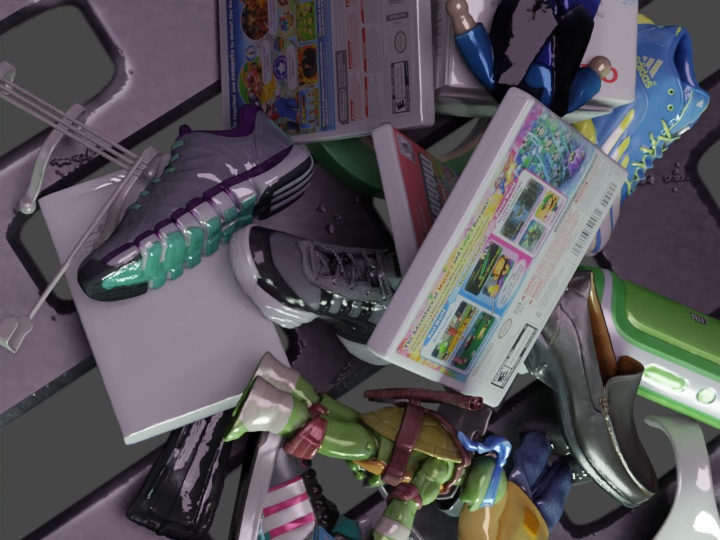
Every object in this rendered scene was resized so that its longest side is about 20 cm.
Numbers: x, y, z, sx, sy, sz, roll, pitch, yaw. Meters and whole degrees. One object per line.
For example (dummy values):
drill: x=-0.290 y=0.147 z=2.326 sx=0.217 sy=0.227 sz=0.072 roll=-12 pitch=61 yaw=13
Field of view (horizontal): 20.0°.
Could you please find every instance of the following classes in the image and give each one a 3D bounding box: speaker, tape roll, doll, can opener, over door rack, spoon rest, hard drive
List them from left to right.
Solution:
over door rack: x=-0.258 y=-0.043 z=1.479 sx=0.147 sy=0.067 sz=0.200 roll=29 pitch=59 yaw=10
hard drive: x=-0.145 y=0.016 z=1.514 sx=0.132 sy=0.025 sz=0.201 roll=-19 pitch=70 yaw=-9
tape roll: x=0.041 y=-0.155 z=1.600 sx=0.200 sy=0.048 sz=0.201 roll=1 pitch=87 yaw=-14
can opener: x=0.101 y=0.096 z=1.609 sx=0.067 sy=0.053 sz=0.200 roll=39 pitch=75 yaw=-44
doll: x=0.122 y=-0.170 z=1.422 sx=0.136 sy=0.048 sz=0.201 roll=13 pitch=93 yaw=-23
speaker: x=0.248 y=0.067 z=1.619 sx=0.199 sy=0.088 sz=0.089 roll=23 pitch=82 yaw=-12
spoon rest: x=0.256 y=0.215 z=1.628 sx=0.099 sy=0.061 sz=0.201 roll=-1 pitch=86 yaw=-14

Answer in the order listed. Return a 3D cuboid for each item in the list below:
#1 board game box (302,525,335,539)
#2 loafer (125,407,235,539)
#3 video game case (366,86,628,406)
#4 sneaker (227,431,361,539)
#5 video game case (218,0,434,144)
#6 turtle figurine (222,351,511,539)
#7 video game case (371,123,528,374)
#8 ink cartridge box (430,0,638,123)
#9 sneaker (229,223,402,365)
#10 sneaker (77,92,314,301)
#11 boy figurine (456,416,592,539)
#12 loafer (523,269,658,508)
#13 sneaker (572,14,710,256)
board game box: x=-0.030 y=0.325 z=1.505 sx=0.196 sy=0.056 sz=0.200 roll=-43 pitch=103 yaw=11
loafer: x=-0.122 y=0.102 z=1.533 sx=0.070 sy=0.068 sz=0.201 roll=17 pitch=80 yaw=-7
video game case: x=0.099 y=-0.011 z=1.419 sx=0.024 sy=0.182 sz=0.200 roll=31 pitch=92 yaw=32
sneaker: x=-0.033 y=0.184 z=1.542 sx=0.120 sy=0.084 sz=0.201 roll=10 pitch=92 yaw=-8
video game case: x=-0.029 y=-0.168 z=1.519 sx=0.018 sy=0.200 sz=0.144 roll=1 pitch=86 yaw=-49
turtle figurine: x=-0.009 y=0.154 z=1.435 sx=0.193 sy=0.200 sz=0.144 roll=29 pitch=46 yaw=-3
video game case: x=0.072 y=-0.012 z=1.506 sx=0.017 sy=0.200 sz=0.143 roll=-21 pitch=66 yaw=21
ink cartridge box: x=0.117 y=-0.219 z=1.524 sx=0.146 sy=0.146 sz=0.201 roll=4 pitch=86 yaw=-14
sneaker: x=0.000 y=0.000 z=1.513 sx=0.200 sy=0.114 sz=0.076 roll=29 pitch=43 yaw=-43
sneaker: x=-0.134 y=-0.053 z=1.492 sx=0.200 sy=0.074 sz=0.088 roll=-30 pitch=72 yaw=-24
boy figurine: x=0.115 y=0.196 z=1.539 sx=0.200 sy=0.064 sz=0.125 roll=-57 pitch=131 yaw=-45
loafer: x=0.182 y=0.090 z=1.541 sx=0.072 sy=0.073 sz=0.200 roll=-24 pitch=110 yaw=22
sneaker: x=0.214 y=-0.109 z=1.606 sx=0.076 sy=0.105 sz=0.201 roll=16 pitch=80 yaw=-51
